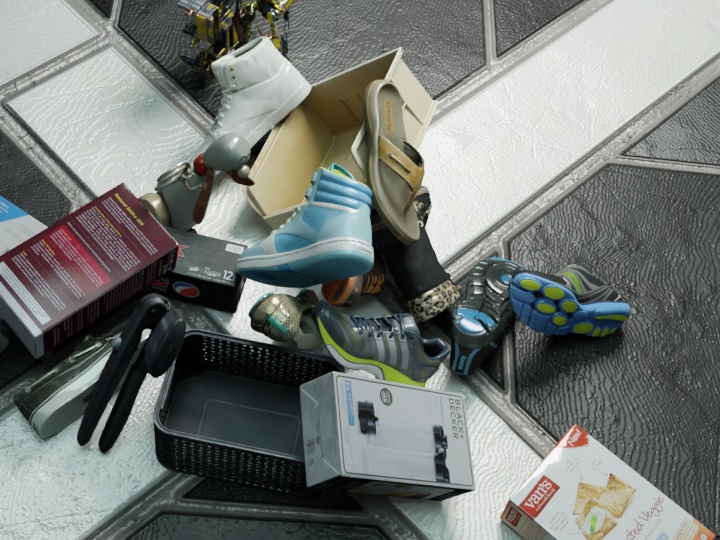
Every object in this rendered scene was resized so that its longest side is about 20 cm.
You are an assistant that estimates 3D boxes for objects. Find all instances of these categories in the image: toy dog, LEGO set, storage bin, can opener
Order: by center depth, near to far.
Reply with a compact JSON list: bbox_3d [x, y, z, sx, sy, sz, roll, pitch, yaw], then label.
[{"bbox_3d":[-0.260,0.114,1.281,0.063,0.200,0.079,30,14,-19],"label":"can opener"},{"bbox_3d":[-0.125,0.162,1.311,0.199,0.094,0.136,11,55,1],"label":"storage bin"},{"bbox_3d":[-0.196,-0.087,1.429,0.132,0.200,0.097,-37,96,-25],"label":"toy dog"},{"bbox_3d":[-0.027,-0.157,1.473,0.094,0.199,0.199,47,50,-29],"label":"storage bin"},{"bbox_3d":[-0.172,-0.309,1.564,0.153,0.200,0.116,31,59,7],"label":"LEGO set"}]

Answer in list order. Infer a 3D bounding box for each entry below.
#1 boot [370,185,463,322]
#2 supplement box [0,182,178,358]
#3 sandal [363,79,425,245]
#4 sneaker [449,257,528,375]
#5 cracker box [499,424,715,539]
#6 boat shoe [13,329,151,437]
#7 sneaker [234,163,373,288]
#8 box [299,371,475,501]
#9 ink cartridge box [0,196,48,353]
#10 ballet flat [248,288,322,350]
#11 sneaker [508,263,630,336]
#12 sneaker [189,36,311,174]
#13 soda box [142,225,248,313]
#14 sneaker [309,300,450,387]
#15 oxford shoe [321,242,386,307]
[{"bbox_3d":[0.073,-0.024,1.466,0.073,0.200,0.151,-27,92,17],"label":"boot"},{"bbox_3d":[-0.319,-0.002,1.322,0.200,0.061,0.109,-35,74,-27],"label":"supplement box"},{"bbox_3d":[0.046,-0.131,1.350,0.054,0.080,0.201,-12,77,32],"label":"sandal"},{"bbox_3d":[0.154,0.052,1.443,0.073,0.082,0.200,23,36,17],"label":"sneaker"},{"bbox_3d":[0.277,0.288,1.301,0.200,0.058,0.134,38,59,18],"label":"cracker box"},{"bbox_3d":[-0.307,0.106,1.336,0.200,0.071,0.064,-37,69,-26],"label":"boat shoe"},{"bbox_3d":[-0.060,-0.053,1.341,0.199,0.079,0.131,-8,68,37],"label":"sneaker"},{"bbox_3d":[0.032,0.184,1.267,0.199,0.060,0.117,16,59,-39],"label":"box"},{"bbox_3d":[-0.458,0.018,1.366,0.145,0.084,0.200,32,57,12],"label":"ink cartridge box"},{"bbox_3d":[-0.074,0.063,1.348,0.075,0.200,0.068,41,96,8],"label":"ballet flat"},{"bbox_3d":[0.251,0.033,1.440,0.199,0.071,0.083,10,37,-38],"label":"sneaker"},{"bbox_3d":[-0.174,-0.218,1.518,0.200,0.116,0.074,-44,29,-4],"label":"sneaker"},{"bbox_3d":[-0.240,-0.011,1.424,0.199,0.071,0.064,14,59,2],"label":"soda box"},{"bbox_3d":[0.022,0.076,1.337,0.200,0.081,0.074,30,23,-39],"label":"sneaker"},{"bbox_3d":[0.000,0.000,1.408,0.073,0.071,0.200,30,20,-9],"label":"oxford shoe"}]
